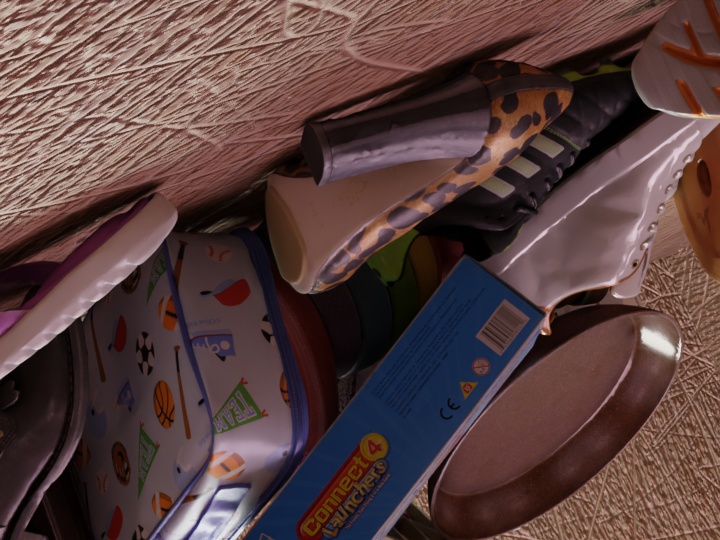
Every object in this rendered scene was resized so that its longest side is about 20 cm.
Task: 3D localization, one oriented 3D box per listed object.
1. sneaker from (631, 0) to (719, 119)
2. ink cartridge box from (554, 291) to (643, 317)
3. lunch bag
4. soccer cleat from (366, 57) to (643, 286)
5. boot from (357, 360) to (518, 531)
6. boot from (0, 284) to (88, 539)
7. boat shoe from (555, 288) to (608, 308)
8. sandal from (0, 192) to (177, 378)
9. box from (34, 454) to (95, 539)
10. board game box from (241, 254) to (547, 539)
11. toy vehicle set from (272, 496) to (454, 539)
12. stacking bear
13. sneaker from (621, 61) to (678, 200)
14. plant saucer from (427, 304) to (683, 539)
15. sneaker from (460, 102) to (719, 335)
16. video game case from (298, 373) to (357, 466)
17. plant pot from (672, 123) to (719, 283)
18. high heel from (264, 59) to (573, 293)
[{"bbox_3d":[0.235,-0.134,1.370,0.200,0.078,0.077,-24,180,-7],"label":"sneaker"},{"bbox_3d":[0.077,0.013,1.769,0.200,0.145,0.084,-25,176,9],"label":"ink cartridge box"},{"bbox_3d":[-0.099,0.081,1.413,0.075,0.160,0.200,-4,150,-28],"label":"lunch bag"},{"bbox_3d":[0.080,-0.055,1.427,0.200,0.081,0.068,-24,176,-17],"label":"soccer cleat"},{"bbox_3d":[0.042,0.105,1.700,0.095,0.200,0.074,-14,-141,10],"label":"boot"},{"bbox_3d":[-0.242,0.088,1.343,0.174,0.200,0.069,11,-172,-23],"label":"boot"},{"bbox_3d":[0.077,-0.024,1.627,0.068,0.072,0.200,-7,-167,-28],"label":"boat shoe"},{"bbox_3d":[-0.175,0.019,1.255,0.203,0.050,0.082,-38,-173,11],"label":"sandal"},{"bbox_3d":[-0.229,0.150,1.527,0.166,0.164,0.200,-25,165,10],"label":"box"},{"bbox_3d":[0.019,0.094,1.428,0.200,0.056,0.196,-52,175,-4],"label":"board game box"},{"bbox_3d":[-0.008,0.149,1.641,0.027,0.124,0.200,-60,-147,6],"label":"toy vehicle set"},{"bbox_3d":[0.000,0.000,1.515,0.200,0.121,0.114,-33,138,-38],"label":"stacking bear"},{"bbox_3d":[0.146,-0.072,1.596,0.105,0.075,0.200,-27,168,-13],"label":"sneaker"},{"bbox_3d":[0.116,0.090,1.618,0.200,0.034,0.200,-29,149,-19],"label":"plant saucer"},{"bbox_3d":[0.155,-0.041,1.479,0.200,0.085,0.073,-41,-169,22],"label":"sneaker"},{"bbox_3d":[-0.087,0.074,1.657,0.200,0.036,0.181,-27,-142,27],"label":"video game case"},{"bbox_3d":[0.276,-0.072,1.596,0.140,0.200,0.200,-12,173,-10],"label":"plant pot"},{"bbox_3d":[0.028,-0.044,1.331,0.142,0.072,0.200,-16,164,-16],"label":"high heel"}]
